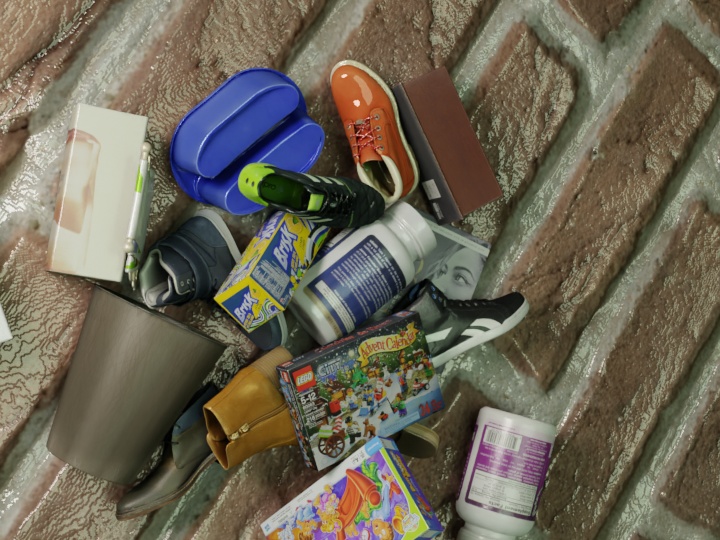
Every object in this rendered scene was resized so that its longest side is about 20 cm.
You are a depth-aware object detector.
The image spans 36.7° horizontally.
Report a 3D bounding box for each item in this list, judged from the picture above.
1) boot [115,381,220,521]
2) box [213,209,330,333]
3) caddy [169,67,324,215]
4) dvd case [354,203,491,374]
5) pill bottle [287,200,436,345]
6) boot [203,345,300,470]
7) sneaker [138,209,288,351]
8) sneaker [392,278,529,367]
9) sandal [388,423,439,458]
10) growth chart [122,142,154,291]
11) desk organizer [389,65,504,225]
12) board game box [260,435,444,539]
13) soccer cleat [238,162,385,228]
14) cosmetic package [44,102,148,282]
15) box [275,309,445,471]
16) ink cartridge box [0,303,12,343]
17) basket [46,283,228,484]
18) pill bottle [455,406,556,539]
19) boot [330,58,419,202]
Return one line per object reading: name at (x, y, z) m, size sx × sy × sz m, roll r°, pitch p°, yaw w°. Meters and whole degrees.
boot at (-0.236, 0.224, 1.354) m, size 0.200 × 0.075 × 0.097 m, roll -32°, pitch 103°, yaw -30°
box at (-0.104, -0.016, 1.352) m, size 0.064 × 0.070 × 0.200 m, roll 47°, pitch 36°, yaw -15°
caddy at (-0.144, -0.164, 1.373) m, size 0.200 × 0.105 × 0.141 m, roll -41°, pitch 125°, yaw -10°
dvd case at (0.086, 0.026, 1.511) m, size 0.149 × 0.016 × 0.200 m, roll 25°, pitch 81°, yaw -20°
pill bottle at (0.000, 0.000, 1.420) m, size 0.200 × 0.111 × 0.111 m, roll -39°, pitch 104°, yaw -13°
boot at (-0.117, 0.208, 1.371) m, size 0.144 × 0.071 × 0.201 m, roll -41°, pitch 123°, yaw -29°
sneaker at (-0.185, 0.038, 1.340) m, size 0.202 × 0.077 × 0.146 m, roll 56°, pitch 36°, yaw -5°
sneaker at (0.133, 0.050, 1.482) m, size 0.200 × 0.073 × 0.112 m, roll -28°, pitch 103°, yaw -18°
sandal at (0.012, 0.181, 1.464) m, size 0.212 × 0.078 × 0.070 m, roll 26°, pitch 47°, yaw -9°
growth chart at (-0.261, -0.055, 1.284) m, size 0.018 × 0.200 × 0.145 m, roll 10°, pitch 78°, yaw -8°
desk organizer at (0.111, -0.170, 1.483) m, size 0.077 × 0.072 × 0.200 m, roll -27°, pitch 96°, yaw -22°
board game box at (-0.013, 0.319, 1.347) m, size 0.200 × 0.135 × 0.045 m, roll -40°, pitch 150°, yaw 14°
soccer cleat at (-0.053, -0.086, 1.331) m, size 0.200 × 0.081 × 0.068 m, roll 11°, pitch 102°, yaw -27°
cosmetic package at (-0.319, -0.090, 1.304) m, size 0.087 × 0.103 × 0.200 m, roll 10°, pitch 85°, yaw -18°
box at (0.003, 0.149, 1.375) m, size 0.200 × 0.038 × 0.137 m, roll -23°, pitch 104°, yaw -27°
ink cartridge box at (-0.501, 0.010, 1.242) m, size 0.145 × 0.083 × 0.200 m, roll -21°, pitch 98°, yaw -20°
basket at (-0.281, 0.143, 1.305) m, size 0.180 × 0.136 × 0.200 m, roll 24°, pitch 86°, yaw 5°
pill bottle at (0.196, 0.298, 1.504) m, size 0.112 × 0.112 × 0.200 m, roll 17°, pitch 84°, yaw -21°
boot at (0.013, -0.182, 1.425) m, size 0.075 × 0.107 × 0.200 m, roll -24°, pitch 99°, yaw 22°
